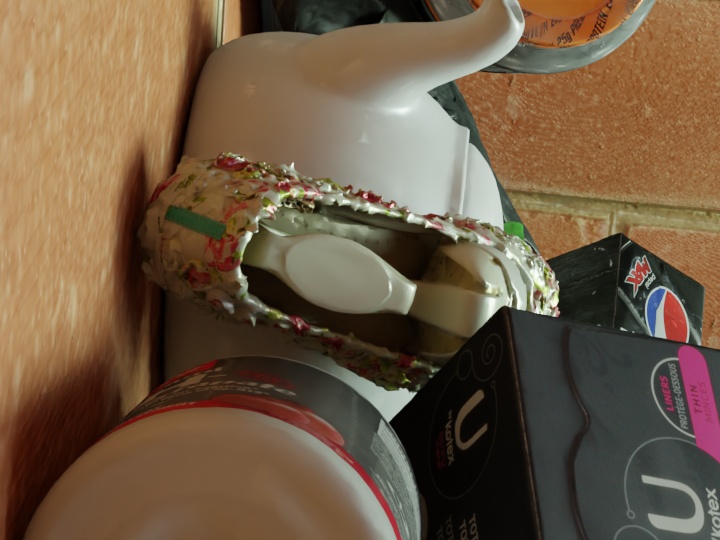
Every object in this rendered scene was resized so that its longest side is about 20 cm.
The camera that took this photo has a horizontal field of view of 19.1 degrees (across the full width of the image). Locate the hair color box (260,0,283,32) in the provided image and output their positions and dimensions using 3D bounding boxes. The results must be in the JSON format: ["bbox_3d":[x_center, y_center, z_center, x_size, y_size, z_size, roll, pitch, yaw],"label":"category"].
[{"bbox_3d":[-0.016,-0.195,1.044,0.200,0.060,0.100,93,4,-61],"label":"hair color box"}]

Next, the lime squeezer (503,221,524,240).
[{"bbox_3d":[0.071,0.071,0.935,0.070,0.038,0.202,-9,-107,48],"label":"lime squeezer"}]

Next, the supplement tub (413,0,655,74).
[{"bbox_3d":[0.082,-0.159,1.060,0.200,0.122,0.124,-139,-126,-83],"label":"supplement tub"}]

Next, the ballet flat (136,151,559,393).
[{"bbox_3d":[0.010,0.009,0.783,0.064,0.199,0.076,19,-84,53],"label":"ballet flat"}]

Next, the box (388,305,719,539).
[{"bbox_3d":[0.055,0.121,0.804,0.200,0.105,0.123,-49,-142,46],"label":"box"}]

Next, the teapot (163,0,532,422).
[{"bbox_3d":[0.000,0.000,0.904,0.200,0.145,0.199,90,7,-74],"label":"teapot"}]

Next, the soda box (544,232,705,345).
[{"bbox_3d":[0.069,0.049,1.031,0.199,0.063,0.071,-21,-130,43],"label":"soda box"}]

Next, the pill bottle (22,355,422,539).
[{"bbox_3d":[-0.036,0.085,0.669,0.200,0.110,0.112,-55,151,-85],"label":"pill bottle"}]

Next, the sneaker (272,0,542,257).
[{"bbox_3d":[0.026,-0.071,1.045,0.200,0.060,0.105,45,20,-55],"label":"sneaker"}]
